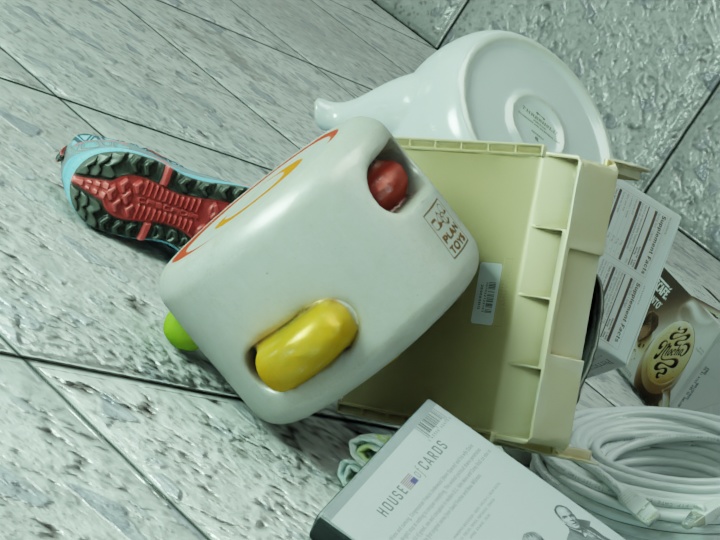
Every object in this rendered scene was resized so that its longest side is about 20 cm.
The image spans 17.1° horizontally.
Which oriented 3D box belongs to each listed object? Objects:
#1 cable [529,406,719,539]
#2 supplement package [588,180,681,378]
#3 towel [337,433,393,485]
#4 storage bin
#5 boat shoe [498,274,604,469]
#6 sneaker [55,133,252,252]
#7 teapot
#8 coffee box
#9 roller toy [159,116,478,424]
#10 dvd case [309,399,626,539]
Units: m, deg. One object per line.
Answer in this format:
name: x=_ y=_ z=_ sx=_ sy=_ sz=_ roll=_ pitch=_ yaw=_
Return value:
cable: x=0.220 y=0.157 z=1.712 sx=0.200 sy=0.069 sz=0.200 roll=-8 pitch=20 yaw=-34
supplement package: x=0.136 y=-0.015 z=2.054 sx=0.200 sy=0.151 sz=0.152 roll=30 pitch=-24 yaw=-16
towel: x=0.092 y=0.167 z=1.548 sx=0.171 sy=0.048 sz=0.200 roll=40 pitch=12 yaw=27
storage bin: x=0.091 y=0.016 z=1.618 sx=0.094 sy=0.201 sz=0.198 roll=13 pitch=-3 yaw=-38
boat shoe: x=0.148 y=0.071 z=1.881 sx=0.067 sy=0.057 sz=0.200 roll=32 pitch=41 yaw=-9
sneaker: x=-0.135 y=-0.054 z=1.780 sx=0.200 sy=0.079 sz=0.096 roll=27 pitch=11 yaw=-32
teapot: x=0.095 y=-0.080 z=1.880 sx=0.197 sy=0.146 sz=0.200 roll=-18 pitch=79 yaw=-47
coffee box: x=0.330 y=0.083 z=2.425 sx=0.080 sy=0.113 sz=0.200 roll=29 pitch=12 yaw=-22
roller toy: x=-0.022 y=0.004 z=1.528 sx=0.140 sy=0.182 sz=0.200 roll=51 pitch=-18 yaw=-7
dvd case: x=0.085 y=0.172 z=1.415 sx=0.200 sy=0.025 sz=0.150 roll=35 pitch=36 yaw=10
